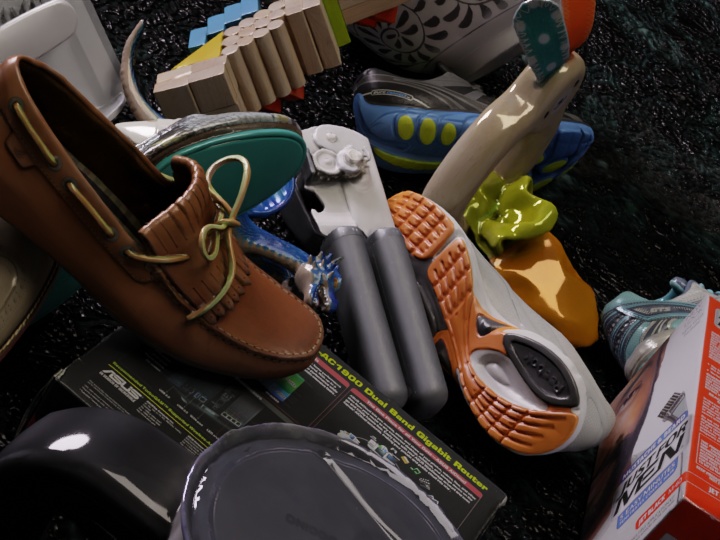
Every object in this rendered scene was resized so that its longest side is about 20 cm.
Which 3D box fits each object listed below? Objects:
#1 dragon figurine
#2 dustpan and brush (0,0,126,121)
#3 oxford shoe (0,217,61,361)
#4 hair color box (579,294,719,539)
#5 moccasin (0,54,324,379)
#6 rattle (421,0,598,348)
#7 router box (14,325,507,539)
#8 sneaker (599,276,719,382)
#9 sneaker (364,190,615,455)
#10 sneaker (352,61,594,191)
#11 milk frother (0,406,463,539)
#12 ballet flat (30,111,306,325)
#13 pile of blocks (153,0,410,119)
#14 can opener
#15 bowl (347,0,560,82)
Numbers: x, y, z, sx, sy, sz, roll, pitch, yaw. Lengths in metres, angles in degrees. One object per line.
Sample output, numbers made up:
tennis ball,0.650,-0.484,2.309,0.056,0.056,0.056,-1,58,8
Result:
dragon figurine,-0.079,-0.047,0.972,0.099,0.059,0.200,5,48,-41
dustpan and brush,-0.211,-0.105,0.908,0.200,0.057,0.140,-38,119,-28
oxford shoe,-0.194,0.018,0.735,0.070,0.075,0.200,41,48,5
hair color box,0.179,0.114,0.955,0.064,0.111,0.200,33,32,-4
moccasin,-0.092,-0.023,0.781,0.201,0.078,0.074,43,30,-15
rattle,0.125,-0.066,1.047,0.130,0.200,0.143,-3,47,-50
router box,-0.045,0.099,0.817,0.200,0.062,0.150,39,34,7
sneaker,0.241,0.038,1.140,0.200,0.078,0.086,1,43,-42
sneaker,0.073,0.037,1.011,0.200,0.076,0.092,54,16,30
sneaker,0.081,-0.105,1.180,0.199,0.071,0.083,6,49,-33
milk frother,-0.082,0.169,0.579,0.180,0.188,0.200,27,34,-12
ballet flat,-0.123,-0.041,0.869,0.200,0.072,0.072,-31,67,-25
pile of blocks,-0.050,-0.144,1.096,0.200,0.062,0.082,-37,39,-22
can opener,0.000,0.000,0.990,0.053,0.067,0.200,-1,55,-28
bowl,0.085,-0.194,1.215,0.094,0.201,0.201,59,35,1
